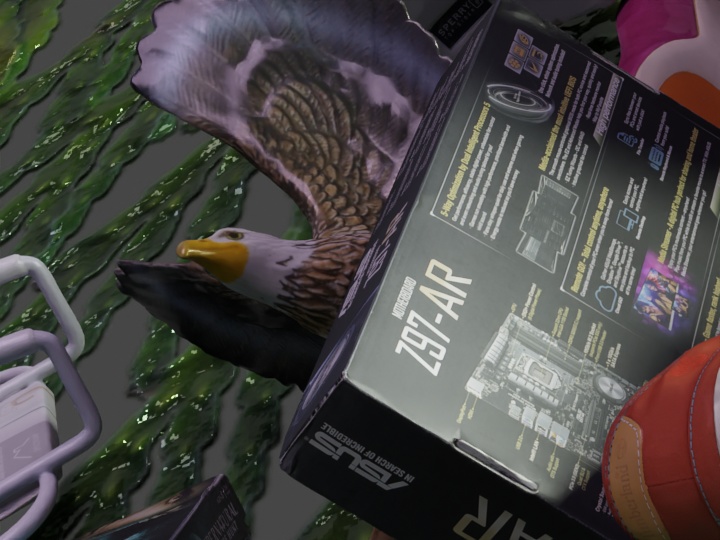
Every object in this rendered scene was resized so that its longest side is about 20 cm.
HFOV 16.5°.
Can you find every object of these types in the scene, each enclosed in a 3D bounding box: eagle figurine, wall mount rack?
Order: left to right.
[{"bbox_3d":[-0.189,0.067,0.972,0.174,0.075,0.200,-29,18,-1],"label":"wall mount rack"},{"bbox_3d":[-0.005,-0.003,0.864,0.152,0.151,0.200,-40,35,1],"label":"eagle figurine"}]

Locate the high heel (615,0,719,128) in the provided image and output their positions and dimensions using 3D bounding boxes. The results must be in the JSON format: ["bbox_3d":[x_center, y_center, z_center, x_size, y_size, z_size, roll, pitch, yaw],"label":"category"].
[{"bbox_3d":[0.113,-0.068,0.972,0.096,0.067,0.200,-28,30,47],"label":"high heel"}]

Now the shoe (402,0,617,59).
[{"bbox_3d":[0.073,-0.140,1.053,0.200,0.071,0.091,-39,11,46],"label":"shoe"}]

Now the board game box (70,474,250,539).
[{"bbox_3d":[-0.115,0.124,0.809,0.135,0.028,0.200,-24,5,9],"label":"board game box"}]

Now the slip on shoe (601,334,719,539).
[{"bbox_3d":[0.126,0.035,0.686,0.061,0.074,0.200,-18,0,33],"label":"slip on shoe"}]

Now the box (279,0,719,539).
[{"bbox_3d":[0.078,0.022,0.744,0.044,0.160,0.200,-53,9,40],"label":"box"}]
